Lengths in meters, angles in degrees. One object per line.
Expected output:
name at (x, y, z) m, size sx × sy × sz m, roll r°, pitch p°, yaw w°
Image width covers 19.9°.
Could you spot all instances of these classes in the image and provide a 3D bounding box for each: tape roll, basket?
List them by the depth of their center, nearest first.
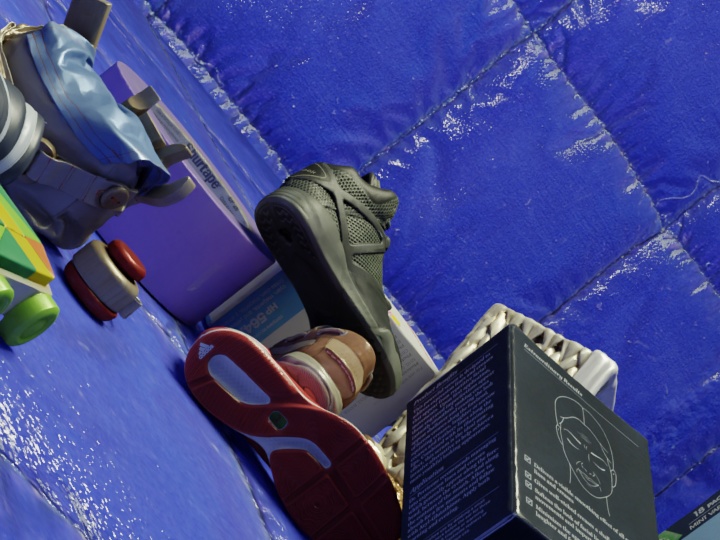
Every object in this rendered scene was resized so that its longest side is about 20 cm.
tape roll at (-0.159, -0.060, 1.606) m, size 0.200 × 0.085 × 0.200 m, roll 53°, pitch 4°, yaw -5°
basket at (0.106, 0.144, 1.689) m, size 0.123 × 0.200 × 0.136 m, roll 32°, pitch -24°, yaw 19°

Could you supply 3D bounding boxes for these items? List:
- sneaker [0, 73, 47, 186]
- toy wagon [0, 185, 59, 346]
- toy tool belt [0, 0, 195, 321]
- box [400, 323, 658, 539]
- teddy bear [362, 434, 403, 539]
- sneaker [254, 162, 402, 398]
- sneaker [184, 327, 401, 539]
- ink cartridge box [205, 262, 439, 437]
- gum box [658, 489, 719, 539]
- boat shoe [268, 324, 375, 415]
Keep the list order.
sneaker at (-0.247, -0.121, 1.179) m, size 0.200 × 0.070 × 0.109 m, roll 52°, pitch -2°, yaw 45°
toy wagon at (-0.207, -0.034, 1.036) m, size 0.155 × 0.040 × 0.200 m, roll 53°, pitch 4°, yaw 13°
toy tool belt at (-0.170, -0.079, 1.316) m, size 0.200 × 0.123 × 0.125 m, roll 54°, pitch 4°, yaw 21°
box at (0.114, 0.163, 1.377) m, size 0.148 × 0.107 × 0.200 m, roll 40°, pitch 29°, yaw -22°
teddy bear at (0.013, 0.181, 1.567) m, size 0.200 × 0.067 × 0.145 m, roll 51°, pitch 1°, yaw -36°
sneaker at (0.000, 0.000, 1.618) m, size 0.076 × 0.114 × 0.200 m, roll -5°, pitch -60°, yaw 44°
sneaker at (-0.043, 0.111, 1.456) m, size 0.200 × 0.078 × 0.116 m, roll 53°, pitch 4°, yaw -8°
ink cartridge box at (-0.030, 0.059, 1.748) m, size 0.200 × 0.125 × 0.129 m, roll 52°, pitch 3°, yaw -22°
gum box at (0.217, 0.246, 1.380) m, size 0.045 × 0.170 × 0.200 m, roll 48°, pitch 10°, yaw -18°
boat shoe at (-0.037, 0.081, 1.579) m, size 0.076 × 0.072 × 0.200 m, roll 57°, pitch -17°, yaw -10°
